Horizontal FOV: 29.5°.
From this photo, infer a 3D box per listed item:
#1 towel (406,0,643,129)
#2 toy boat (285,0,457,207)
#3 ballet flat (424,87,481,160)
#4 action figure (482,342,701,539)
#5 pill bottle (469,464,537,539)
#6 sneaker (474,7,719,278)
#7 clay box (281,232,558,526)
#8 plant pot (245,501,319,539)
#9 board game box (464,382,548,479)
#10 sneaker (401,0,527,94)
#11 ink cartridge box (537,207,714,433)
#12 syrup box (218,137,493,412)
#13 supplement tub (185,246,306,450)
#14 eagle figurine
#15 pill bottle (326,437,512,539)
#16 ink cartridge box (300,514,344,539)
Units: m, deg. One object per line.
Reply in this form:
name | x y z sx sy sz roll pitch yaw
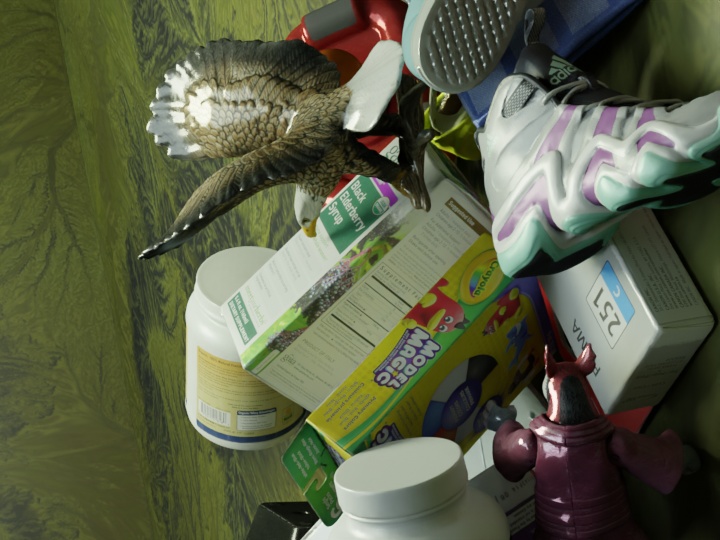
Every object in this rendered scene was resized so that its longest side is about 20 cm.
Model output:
towel | 0.092 -0.201 0.877 0.147 0.024 0.200 -40 55 26
toy boat | -0.006 -0.133 1.077 0.131 0.130 0.200 27 -137 -65
ballet flat | 0.087 -0.136 0.936 0.200 0.067 0.067 120 160 -63
action figure | 0.122 0.141 0.799 0.149 0.134 0.200 -37 -61 -61
pill bottle | 0.118 0.235 0.921 0.200 0.111 0.111 56 155 13
sneaker | 0.130 -0.092 0.768 0.200 0.078 0.140 -31 70 45
clay box | 0.043 0.084 0.894 0.048 0.200 0.115 32 161 34
plant pot | -0.021 0.316 1.303 0.199 0.200 0.178 180 91 -71
board game box | 0.082 0.128 1.038 0.200 0.026 0.200 52 140 28
sneaker | 0.080 -0.204 0.824 0.200 0.074 0.082 -56 23 3
ink cartridge box | 0.140 0.008 0.901 0.176 0.045 0.200 107 148 -50
syrup box | 0.000 0.000 0.993 0.200 0.081 0.079 -44 38 11
supplement tub | -0.126 0.088 1.547 0.144 0.144 0.200 -120 28 -46
eagle figurine | -0.052 -0.081 0.924 0.152 0.200 0.151 -110 22 -82
pill bottle | 0.044 0.206 0.815 0.112 0.112 0.200 -157 53 -68
ink cartridge box | 0.033 0.288 1.114 0.146 0.084 0.200 -49 63 26
